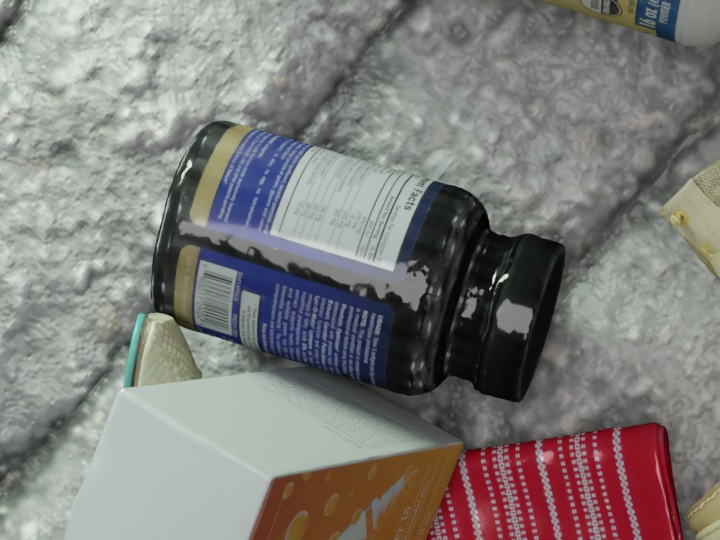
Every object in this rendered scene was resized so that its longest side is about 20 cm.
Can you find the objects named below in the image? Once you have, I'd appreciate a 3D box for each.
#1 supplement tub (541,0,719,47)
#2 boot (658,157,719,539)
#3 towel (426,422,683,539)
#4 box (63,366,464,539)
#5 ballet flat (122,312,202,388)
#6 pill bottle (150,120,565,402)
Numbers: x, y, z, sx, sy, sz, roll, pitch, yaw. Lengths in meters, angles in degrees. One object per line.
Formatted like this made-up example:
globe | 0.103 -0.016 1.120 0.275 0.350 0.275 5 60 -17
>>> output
supplement tub | 0.108 -0.206 1.336 0.199 0.145 0.146 18 94 10
boot | 0.203 0.030 1.360 0.155 0.073 0.200 45 105 11
towel | 0.080 0.164 1.396 0.199 0.022 0.146 -10 88 19
box | -0.050 0.127 1.327 0.097 0.200 0.125 27 105 26
ballet flat | -0.100 0.106 1.399 0.062 0.068 0.201 12 125 1
pill bottle | 0.000 0.000 1.377 0.199 0.112 0.113 17 94 10
